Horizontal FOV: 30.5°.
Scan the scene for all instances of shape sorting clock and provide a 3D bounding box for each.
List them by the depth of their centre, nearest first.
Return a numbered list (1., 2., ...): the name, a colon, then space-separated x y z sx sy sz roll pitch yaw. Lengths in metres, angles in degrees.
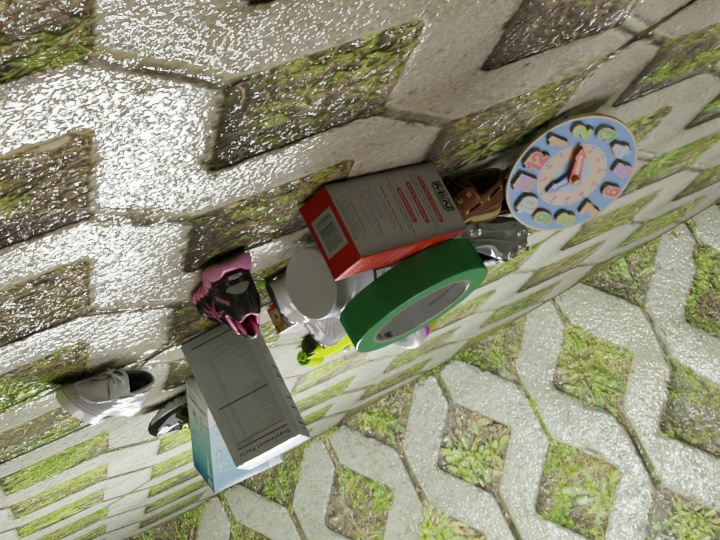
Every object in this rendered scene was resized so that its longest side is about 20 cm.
1. shape sorting clock: 0.295 -0.133 1.837 0.197 0.039 0.202 -9 132 -10

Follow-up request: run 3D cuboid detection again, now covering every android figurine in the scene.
1. android figurine: -0.033 0.124 2.467 0.181 0.041 0.200 -31 167 17

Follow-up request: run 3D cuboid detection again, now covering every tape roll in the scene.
1. tape roll: 0.069 0.033 1.703 0.199 0.048 0.201 -29 165 -9

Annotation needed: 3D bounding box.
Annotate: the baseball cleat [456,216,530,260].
1. baseball cleat: 0.165 -0.065 1.907 0.199 0.106 0.070 7 116 -54

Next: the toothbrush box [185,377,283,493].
1. toothbrush box: -0.216 0.262 2.286 0.145 0.085 0.202 -22 133 -26

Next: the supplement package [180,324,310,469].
1. supplement package: -0.171 0.184 1.981 0.113 0.202 0.110 -26 169 1

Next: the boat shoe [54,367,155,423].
1. boat shoe: -0.351 0.168 1.850 0.069 0.072 0.200 -51 157 10

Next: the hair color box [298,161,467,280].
1. hair color box: 0.030 -0.063 1.602 0.199 0.102 0.061 -16 163 -45

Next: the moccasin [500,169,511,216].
1. moccasin: 0.256 -0.137 1.904 0.200 0.074 0.078 -23 -179 31

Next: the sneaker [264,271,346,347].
1. sneaker: -0.055 0.047 1.890 0.087 0.075 0.200 -38 151 9

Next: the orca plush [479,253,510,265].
1. orca plush: 0.149 -0.028 2.117 0.197 0.106 0.072 -1 123 -10

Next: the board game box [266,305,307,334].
1. board game box: -0.026 0.030 2.033 0.199 0.047 0.151 -32 168 20

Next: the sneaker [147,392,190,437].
1. sneaker: -0.280 0.255 2.347 0.198 0.085 0.075 -25 168 -18

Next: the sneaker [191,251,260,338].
1. sneaker: -0.161 0.049 1.675 0.078 0.096 0.200 -26 170 -13

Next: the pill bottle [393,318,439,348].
1. pill bottle: 0.097 0.010 1.945 0.201 0.104 0.104 -52 -179 -25

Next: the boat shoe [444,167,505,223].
1. boat shoe: 0.124 -0.096 1.791 0.199 0.072 0.068 -20 139 -42

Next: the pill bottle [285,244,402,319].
1. pill bottle: 0.000 0.000 1.780 0.199 0.117 0.116 -15 164 -47
